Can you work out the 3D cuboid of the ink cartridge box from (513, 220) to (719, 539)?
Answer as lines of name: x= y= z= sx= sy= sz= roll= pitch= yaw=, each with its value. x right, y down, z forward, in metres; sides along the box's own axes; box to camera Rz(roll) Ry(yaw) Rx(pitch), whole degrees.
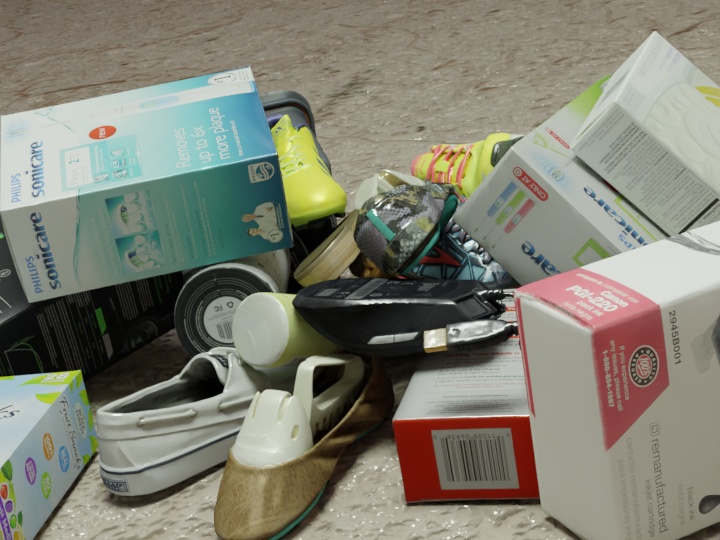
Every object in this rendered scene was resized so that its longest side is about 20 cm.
ink cartridge box: x=0.200 y=0.058 z=0.808 sx=0.199 sy=0.147 sz=0.085 roll=-18 pitch=21 yaw=-22

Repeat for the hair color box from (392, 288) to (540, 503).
hair color box: x=0.092 y=0.076 z=0.932 sx=0.101 sy=0.062 sz=0.200 roll=-3 pitch=22 yaw=17

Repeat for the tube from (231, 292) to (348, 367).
tube: x=-0.011 y=0.042 z=1.027 sx=0.052 sy=0.058 sz=0.200 roll=-44 pitch=-26 yaw=26

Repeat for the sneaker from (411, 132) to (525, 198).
sneaker: x=0.087 y=-0.077 z=1.224 sx=0.090 sy=0.079 sz=0.200 roll=20 pitch=-13 yaw=-2

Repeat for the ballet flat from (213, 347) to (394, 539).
ballet flat: x=-0.036 y=0.098 z=0.909 sx=0.067 sy=0.073 sz=0.200 roll=7 pitch=26 yaw=29

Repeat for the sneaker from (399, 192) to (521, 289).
sneaker: x=0.075 y=-0.020 z=1.148 sx=0.199 sy=0.096 sz=0.079 roll=4 pitch=24 yaw=32

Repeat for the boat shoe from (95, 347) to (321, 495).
boat shoe: x=-0.094 y=0.087 z=0.972 sx=0.073 sy=0.066 sz=0.200 roll=9 pitch=24 yaw=40

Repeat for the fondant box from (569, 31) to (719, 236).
fondant box: x=0.265 y=-0.074 z=1.067 sx=0.058 sy=0.200 sz=0.144 roll=-47 pitch=4 yaw=37

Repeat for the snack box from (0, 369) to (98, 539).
snack box: x=-0.284 y=0.138 z=0.917 sx=0.168 sy=0.068 sz=0.200 roll=-6 pitch=18 yaw=11

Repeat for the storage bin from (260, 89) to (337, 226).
storage bin: x=-0.118 y=-0.089 z=1.381 sx=0.199 sy=0.146 sz=0.134 roll=-15 pitch=31 yaw=-16

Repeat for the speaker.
speaker: x=-0.097 y=0.013 z=1.120 sx=0.081 sy=0.082 sz=0.200 roll=-9 pitch=13 yaw=1

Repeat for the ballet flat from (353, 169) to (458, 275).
ballet flat: x=0.030 y=-0.044 z=1.031 sx=0.072 sy=0.073 sz=0.200 roll=-6 pitch=6 yaw=8

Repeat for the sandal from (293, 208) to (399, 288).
sandal: x=-0.004 y=0.004 z=1.088 sx=0.078 sy=0.070 sz=0.212 roll=-44 pitch=4 yaw=6

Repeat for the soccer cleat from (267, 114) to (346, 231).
soccer cleat: x=-0.059 y=-0.087 z=1.212 sx=0.064 sy=0.084 sz=0.200 roll=-13 pitch=18 yaw=-9

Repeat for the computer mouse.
computer mouse: x=0.045 y=0.039 z=0.893 sx=0.199 sy=0.046 sz=0.140 roll=-1 pitch=13 yaw=15

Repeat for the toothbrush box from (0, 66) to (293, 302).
toothbrush box: x=-0.162 y=-0.067 z=1.055 sx=0.199 sy=0.086 sz=0.147 roll=-12 pitch=35 yaw=-5

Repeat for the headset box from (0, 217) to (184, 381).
headset box: x=-0.256 y=0.007 z=1.123 sx=0.200 sy=0.093 sz=0.174 roll=-32 pitch=44 yaw=-27

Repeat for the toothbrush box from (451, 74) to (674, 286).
toothbrush box: x=0.185 y=-0.050 z=1.093 sx=0.146 sy=0.086 sz=0.200 roll=44 pitch=39 yaw=7

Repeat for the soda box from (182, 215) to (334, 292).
soda box: x=-0.119 y=-0.012 z=1.257 sx=0.199 sy=0.064 sz=0.071 roll=-9 pitch=20 yaw=1
